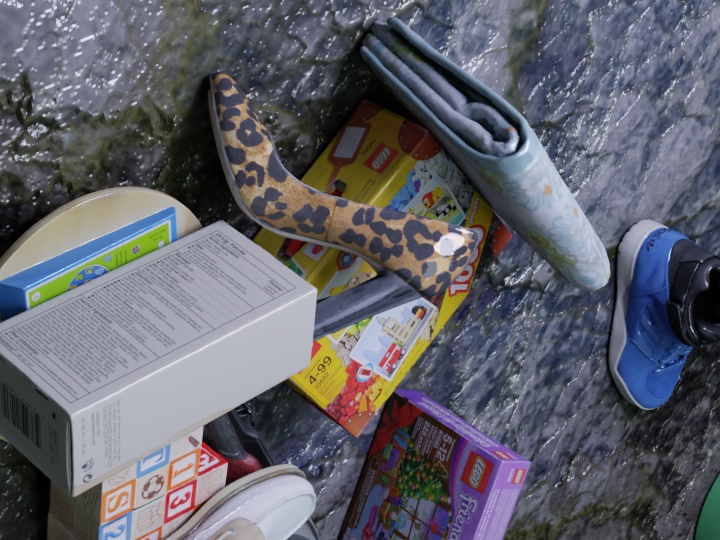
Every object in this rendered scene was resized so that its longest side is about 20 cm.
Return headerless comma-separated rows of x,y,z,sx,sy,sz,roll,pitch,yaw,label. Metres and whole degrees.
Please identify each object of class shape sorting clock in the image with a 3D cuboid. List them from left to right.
-0.183,0.033,1.143,0.200,0.039,0.200,-32,140,-32,shape sorting clock

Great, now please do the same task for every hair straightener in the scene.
-0.100,0.107,1.255,0.200,0.041,0.077,64,22,-45,hair straightener

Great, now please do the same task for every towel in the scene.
0.092,-0.087,1.220,0.048,0.200,0.171,-43,137,2,towel

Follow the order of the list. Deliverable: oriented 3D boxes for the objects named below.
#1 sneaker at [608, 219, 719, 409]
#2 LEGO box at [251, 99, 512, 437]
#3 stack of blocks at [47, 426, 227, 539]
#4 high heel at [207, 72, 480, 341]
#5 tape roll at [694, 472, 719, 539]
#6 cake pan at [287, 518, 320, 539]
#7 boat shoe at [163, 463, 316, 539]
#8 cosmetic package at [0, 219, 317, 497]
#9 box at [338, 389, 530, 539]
0.290,0.059,1.536,0.077,0.111,0.200,-24,126,-32,sneaker
0.000,0.000,1.265,0.200,0.077,0.149,-52,136,-8,LEGO box
-0.156,0.152,1.189,0.115,0.059,0.200,-24,135,-40,stack of blocks
-0.013,-0.064,1.156,0.143,0.071,0.200,-24,92,5,high heel
0.445,0.260,1.830,0.200,0.048,0.200,-20,124,-34,tape roll
-0.100,0.277,1.351,0.200,0.037,0.200,-20,124,-33,cake pan
-0.099,0.209,1.192,0.200,0.068,0.075,-31,139,-35,boat shoe
-0.136,0.052,1.091,0.200,0.104,0.073,-26,137,-36,cosmetic package
0.048,0.215,1.381,0.039,0.137,0.200,7,106,-44,box
